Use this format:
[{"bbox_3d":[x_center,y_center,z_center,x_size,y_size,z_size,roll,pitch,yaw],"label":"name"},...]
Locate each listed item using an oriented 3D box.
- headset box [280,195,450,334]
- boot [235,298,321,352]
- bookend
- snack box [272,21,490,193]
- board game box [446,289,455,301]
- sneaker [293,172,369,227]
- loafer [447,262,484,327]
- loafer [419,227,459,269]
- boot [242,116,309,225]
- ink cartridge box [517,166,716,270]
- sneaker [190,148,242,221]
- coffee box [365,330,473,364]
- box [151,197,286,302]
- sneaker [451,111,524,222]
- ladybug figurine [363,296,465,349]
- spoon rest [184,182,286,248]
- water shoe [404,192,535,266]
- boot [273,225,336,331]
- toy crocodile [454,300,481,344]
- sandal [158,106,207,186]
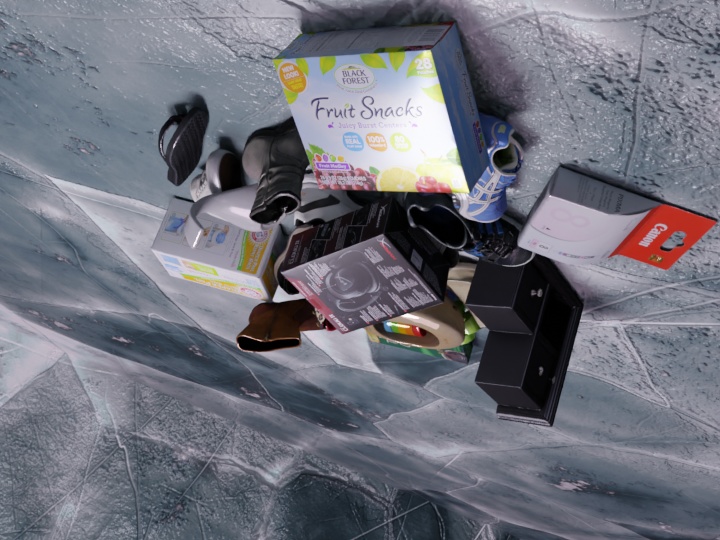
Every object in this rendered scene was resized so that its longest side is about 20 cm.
[{"bbox_3d":[0.000,0.000,1.327,0.199,0.078,0.149,-19,129,34],"label":"headset box"},{"bbox_3d":[-0.100,0.083,1.576,0.186,0.069,0.200,3,-171,-1],"label":"boot"},{"bbox_3d":[0.222,0.088,1.373,0.091,0.200,0.200,3,152,38],"label":"bookend"},{"bbox_3d":[0.023,-0.170,1.029,0.198,0.068,0.170,5,130,32],"label":"snack box"},{"bbox_3d":[0.041,0.019,1.596,0.199,0.035,0.135,2,152,39],"label":"board game box"},{"bbox_3d":[-0.014,-0.061,1.392,0.199,0.081,0.074,26,157,-20],"label":"sneaker"},{"bbox_3d":[0.199,0.052,1.488,0.199,0.069,0.075,31,157,-25],"label":"loafer"},{"bbox_3d":[0.107,-0.015,1.387,0.069,0.070,0.201,17,151,13],"label":"loafer"},{"bbox_3d":[-0.123,-0.120,1.269,0.067,0.132,0.199,29,158,-23],"label":"boot"},{"bbox_3d":[0.308,-0.044,1.186,0.198,0.057,0.163,24,159,4],"label":"ink cartridge box"},{"bbox_3d":[-0.222,-0.123,1.431,0.084,0.073,0.200,15,160,5],"label":"sneaker"},{"bbox_3d":[0.102,0.111,1.754,0.198,0.044,0.123,13,158,18],"label":"coffee box"},{"bbox_3d":[-0.231,-0.033,1.620,0.198,0.102,0.113,14,159,14],"label":"box"},{"bbox_3d":[0.149,-0.112,1.119,0.076,0.076,0.200,15,160,24],"label":"sneaker"},{"bbox_3d":[0.077,0.070,1.536,0.198,0.073,0.136,10,155,23],"label":"ladybug figurine"},{"bbox_3d":[-0.173,-0.086,1.372,0.061,0.199,0.100,48,129,19],"label":"spoon rest"},{"bbox_3d":[0.142,-0.045,1.261,0.199,0.079,0.072,25,125,-13],"label":"water shoe"},{"bbox_3d":[-0.071,0.028,1.530,0.073,0.152,0.200,-14,156,-27],"label":"boot"},{"bbox_3d":[0.127,0.095,1.627,0.199,0.062,0.068,-5,112,41],"label":"toy crocodile"},{"bbox_3d":[-0.258,-0.175,1.346,0.048,0.076,0.201,38,158,0],"label":"sandal"}]
